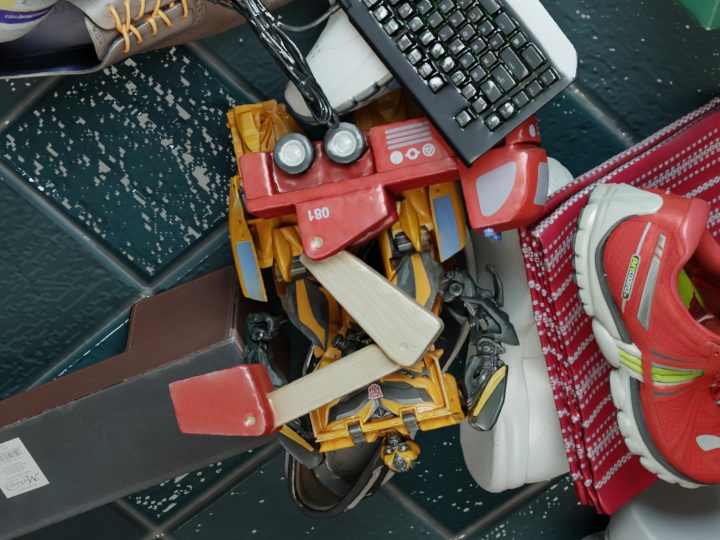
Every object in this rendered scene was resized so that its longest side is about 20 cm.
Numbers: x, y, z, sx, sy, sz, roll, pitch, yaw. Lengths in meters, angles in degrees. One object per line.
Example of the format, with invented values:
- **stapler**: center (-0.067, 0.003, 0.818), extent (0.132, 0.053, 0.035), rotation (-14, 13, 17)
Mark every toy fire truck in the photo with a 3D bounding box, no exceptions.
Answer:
- **toy fire truck**: center (0.000, 0.000, 1.257), extent (0.200, 0.049, 0.141), rotation (-11, 86, 9)

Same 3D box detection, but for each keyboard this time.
- **keyboard**: center (-0.002, -0.133, 1.207), extent (0.127, 0.021, 0.200), rotation (-40, 82, 14)

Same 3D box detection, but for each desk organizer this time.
- **desk organizer**: center (-0.139, 0.075, 1.407), extent (0.200, 0.077, 0.072), rotation (-21, 122, 15)

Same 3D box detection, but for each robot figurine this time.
- **robot figurine**: center (-0.002, 0.005, 1.311), extent (0.145, 0.058, 0.200), rotation (-13, 86, 10)

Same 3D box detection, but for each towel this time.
- **towel**: center (0.158, 0.022, 1.357), extent (0.145, 0.022, 0.200), rotation (-31, 127, -20)

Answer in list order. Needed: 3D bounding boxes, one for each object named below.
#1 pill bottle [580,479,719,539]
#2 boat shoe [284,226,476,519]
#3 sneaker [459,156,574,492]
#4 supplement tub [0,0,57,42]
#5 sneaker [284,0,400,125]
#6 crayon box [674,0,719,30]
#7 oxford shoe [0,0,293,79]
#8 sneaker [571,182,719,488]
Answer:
- **pill bottle**: center (0.155, 0.214, 1.479), extent (0.114, 0.114, 0.200), rotation (17, 124, -11)
- **boat shoe**: center (0.005, 0.049, 1.387), extent (0.074, 0.060, 0.200), rotation (31, 125, 13)
- **sneaker**: center (0.106, 0.024, 1.384), extent (0.088, 0.075, 0.200), rotation (-7, 124, -19)
- **supplement tub**: center (-0.152, -0.217, 1.160), extent (0.145, 0.145, 0.200), rotation (32, 119, -20)
- **sneaker**: center (0.026, -0.157, 1.243), extent (0.087, 0.075, 0.200), rotation (40, 101, 3)
- **crayon box**: center (0.241, -0.202, 1.160), extent (0.200, 0.058, 0.173), rotation (-10, 134, -34)
- **oxford shoe**: center (-0.104, -0.129, 1.265), extent (0.200, 0.073, 0.071), rotation (-14, 123, 10)
- **sneaker**: center (0.170, 0.040, 1.290), extent (0.085, 0.077, 0.200), rotation (3, 138, 34)
